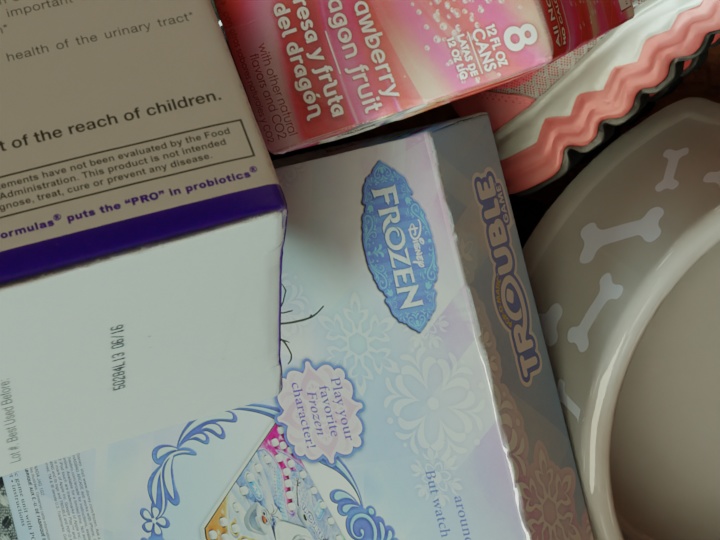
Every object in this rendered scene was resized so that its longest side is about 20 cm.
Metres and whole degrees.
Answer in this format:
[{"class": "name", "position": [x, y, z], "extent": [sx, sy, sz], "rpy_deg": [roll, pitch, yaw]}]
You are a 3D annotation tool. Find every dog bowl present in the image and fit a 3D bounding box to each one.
[{"class": "dog bowl", "position": [0.141, 0.040, 0.864], "extent": [0.199, 0.059, 0.201], "rpy_deg": [-7, 111, -19]}]

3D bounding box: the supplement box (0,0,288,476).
[{"class": "supplement box", "position": [-0.097, -0.056, 0.780], "extent": [0.103, 0.200, 0.101], "rpy_deg": [-16, 150, -12]}]

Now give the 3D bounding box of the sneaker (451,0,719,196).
[{"class": "sneaker", "position": [0.093, -0.111, 0.829], "extent": [0.200, 0.074, 0.087], "rpy_deg": [-42, 86, 24]}]

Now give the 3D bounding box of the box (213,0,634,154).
[{"class": "box", "position": [-0.003, -0.146, 0.772], "extent": [0.095, 0.100, 0.201], "rpy_deg": [-17, 96, 22]}]

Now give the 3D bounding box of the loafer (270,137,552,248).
[{"class": "loafer", "position": [0.000, 0.000, 0.917], "extent": [0.199, 0.076, 0.068], "rpy_deg": [19, 122, 4]}]

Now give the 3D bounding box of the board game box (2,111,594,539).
[{"class": "board game box", "position": [-0.026, 0.067, 0.852], "extent": [0.199, 0.043, 0.201], "rpy_deg": [-11, 95, 35]}]

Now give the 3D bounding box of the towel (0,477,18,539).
[{"class": "towel", "position": [-0.103, 0.085, 0.955], "extent": [0.193, 0.035, 0.200], "rpy_deg": [47, 121, 19]}]

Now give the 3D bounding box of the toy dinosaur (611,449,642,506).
[{"class": "toy dinosaur", "position": [0.082, 0.074, 0.931], "extent": [0.102, 0.077, 0.200], "rpy_deg": [-33, 138, 32]}]

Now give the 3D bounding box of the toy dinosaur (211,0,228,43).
[{"class": "toy dinosaur", "position": [-0.040, -0.094, 0.884], "extent": [0.200, 0.047, 0.088], "rpy_deg": [-26, 98, 25]}]
